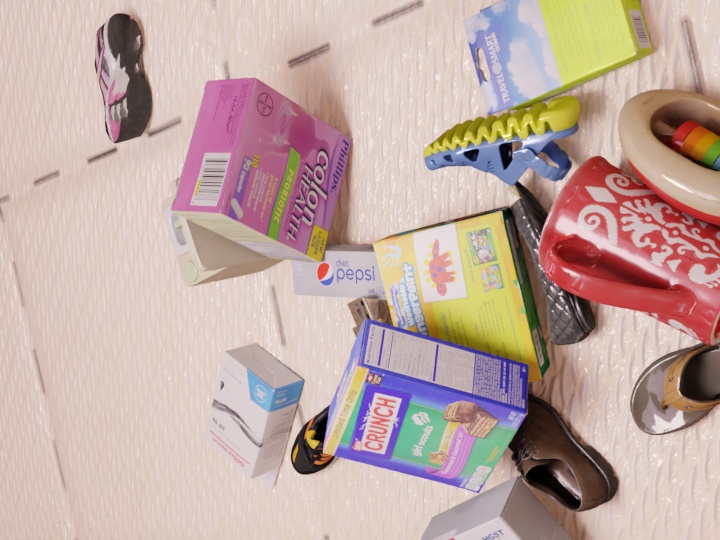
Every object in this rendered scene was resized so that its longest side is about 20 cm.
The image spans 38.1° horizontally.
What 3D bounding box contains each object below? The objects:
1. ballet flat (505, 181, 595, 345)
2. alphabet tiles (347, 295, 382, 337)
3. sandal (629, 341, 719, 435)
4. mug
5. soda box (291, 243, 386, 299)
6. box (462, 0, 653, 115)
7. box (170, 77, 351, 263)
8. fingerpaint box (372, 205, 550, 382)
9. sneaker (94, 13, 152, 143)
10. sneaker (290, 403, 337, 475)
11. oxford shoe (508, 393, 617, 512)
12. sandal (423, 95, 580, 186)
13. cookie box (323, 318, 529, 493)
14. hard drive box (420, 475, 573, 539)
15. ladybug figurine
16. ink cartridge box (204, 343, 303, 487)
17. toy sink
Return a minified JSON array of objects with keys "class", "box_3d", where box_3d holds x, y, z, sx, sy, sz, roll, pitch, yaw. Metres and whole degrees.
[{"class":"ballet flat","box_3d":[0.209,-0.009,1.209,0.056,0.066,0.203,-26,82,30]},{"class":"alphabet tiles","box_3d":[0.034,0.130,1.361,0.202,0.006,0.166,66,166,2]},{"class":"sandal","box_3d":[0.365,0.120,1.108,0.199,0.054,0.083,-28,80,41]},{"class":"mug","box_3d":[0.291,-0.001,1.084,0.199,0.178,0.134,31,157,27]},{"class":"soda box","box_3d":[0.000,0.000,1.395,0.198,0.068,0.065,2,100,41]},{"class":"box","box_3d":[0.216,-0.262,1.168,0.198,0.047,0.124,-18,86,42]},{"class":"box","box_3d":[-0.124,-0.125,1.355,0.096,0.199,0.179,6,76,39]},{"class":"fingerpaint box","box_3d":[0.122,0.041,1.253,0.165,0.073,0.203,-14,95,21]},{"class":"sneaker","box_3d":[-0.389,-0.306,1.685,0.086,0.079,0.204,4,93,52]},{"class":"sneaker","box_3d":[-0.057,0.234,1.476,0.200,0.089,0.071,-43,71,37]},{"class":"oxford shoe","box_3d":[0.209,0.209,1.245,0.199,0.084,0.073,38,123,31]},{"class":"sandal","box_3d":[0.161,-0.133,1.188,0.198,0.079,0.088,-6,114,35]},{"class":"cookie box","box_3d":[0.072,0.160,1.202,0.197,0.076,0.172,16,135,-5]},{"class":"hard drive box","box_3d":[0.186,0.366,1.251,0.200,0.077,0.155,49,129,-5]},{"class":"ladybug figurine","box_3d":[0.343,-0.106,1.044,0.200,0.135,0.073,43,152,33]},{"class":"ink cartridge box","box_3d":[-0.168,0.230,1.588,0.115,0.067,0.203,32,118,33]},{"class":"toy sink","box_3d":[-0.200,-0.058,1.472,0.111,0.199,0.132,-24,84,40]}]
